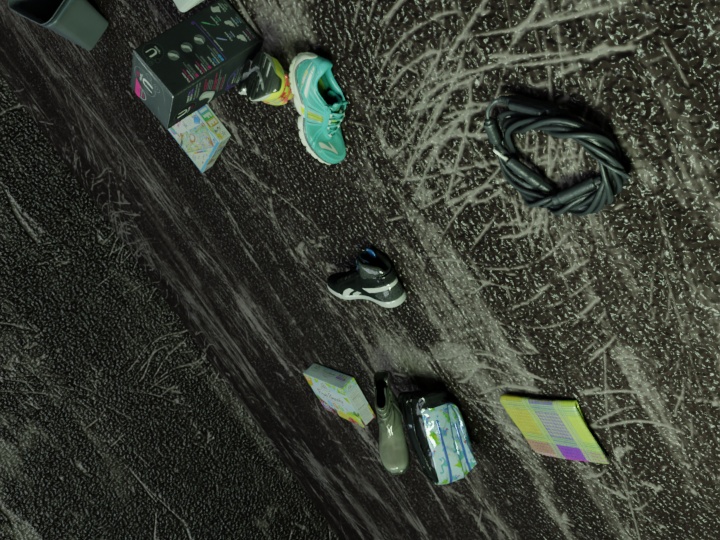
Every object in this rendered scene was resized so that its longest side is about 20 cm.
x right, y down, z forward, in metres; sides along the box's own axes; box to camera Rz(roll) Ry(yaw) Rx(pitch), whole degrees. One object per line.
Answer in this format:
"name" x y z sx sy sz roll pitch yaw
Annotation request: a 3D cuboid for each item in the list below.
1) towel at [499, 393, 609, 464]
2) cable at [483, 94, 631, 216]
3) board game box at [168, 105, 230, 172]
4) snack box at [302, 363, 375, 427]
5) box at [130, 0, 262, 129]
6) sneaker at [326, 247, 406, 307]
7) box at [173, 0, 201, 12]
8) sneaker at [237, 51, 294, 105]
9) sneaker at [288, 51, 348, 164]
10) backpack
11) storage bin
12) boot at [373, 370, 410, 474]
"towel" 0.348 0.284 1.358 0.144 0.023 0.200 56 153 -12
"cable" 0.241 -0.132 0.929 0.199 0.051 0.164 26 146 39
"board game box" -0.367 -0.313 1.679 0.135 0.034 0.200 52 155 -5
"snack box" -0.060 0.341 2.057 0.199 0.053 0.143 9 132 54
"box" -0.286 -0.358 1.292 0.106 0.200 0.122 48 154 0
"sneaker" 0.000 0.000 1.485 0.199 0.073 0.112 10 132 42
"box" -0.202 -0.498 1.001 0.199 0.171 0.200 -1 125 58
"sneaker" -0.143 -0.313 1.243 0.090 0.079 0.200 16 -168 -22
"sneaker" -0.059 -0.257 1.220 0.079 0.078 0.201 17 141 34
"backpack" 0.167 0.359 1.608 0.163 0.152 0.202 150 116 -74
"storage bin" -0.670 -0.594 1.690 0.199 0.146 0.134 31 177 33
"boot" 0.055 0.325 1.608 0.131 0.067 0.201 68 -168 -46
